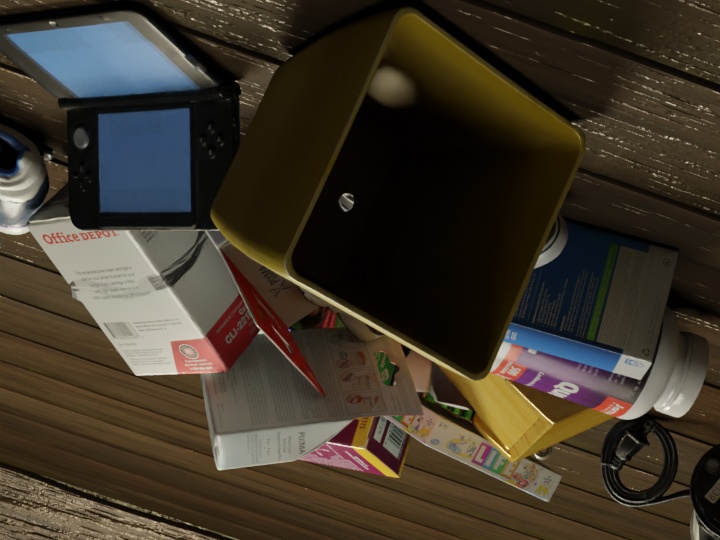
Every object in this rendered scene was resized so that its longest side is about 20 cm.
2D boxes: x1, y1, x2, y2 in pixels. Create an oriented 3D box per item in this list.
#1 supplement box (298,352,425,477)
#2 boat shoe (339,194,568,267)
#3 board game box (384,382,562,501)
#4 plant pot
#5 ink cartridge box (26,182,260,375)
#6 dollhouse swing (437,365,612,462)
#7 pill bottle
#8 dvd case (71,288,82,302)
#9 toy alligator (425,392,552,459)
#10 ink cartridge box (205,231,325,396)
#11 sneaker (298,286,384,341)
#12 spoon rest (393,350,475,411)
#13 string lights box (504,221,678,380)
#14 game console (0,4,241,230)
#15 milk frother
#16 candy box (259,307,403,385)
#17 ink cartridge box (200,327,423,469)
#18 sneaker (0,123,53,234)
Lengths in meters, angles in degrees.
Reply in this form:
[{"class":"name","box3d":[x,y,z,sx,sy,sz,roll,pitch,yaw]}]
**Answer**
[{"class":"supplement box","box3d":[-0.039,0.150,1.968,0.200,0.131,0.103,5,157,30]},{"class":"boat shoe","box3d":[0.069,-0.054,1.382,0.200,0.072,0.068,18,165,22]},{"class":"board game box","box3d":[0.110,0.183,1.862,0.200,0.034,0.134,28,-179,-37]},{"class":"plant pot","box3d":[0.007,-0.060,1.240,0.200,0.200,0.176,30,169,-36]},{"class":"ink cartridge box","box3d":[-0.203,0.000,1.629,0.144,0.084,0.200,-5,127,44]},{"class":"dollhouse swing","box3d":[0.177,0.081,1.722,0.181,0.176,0.200,-23,166,-12]},{"class":"pill bottle","box3d":[0.205,0.064,1.521,0.200,0.113,0.112,20,162,-7]},{"class":"dvd case","box3d":[-0.218,0.015,1.751,0.200,0.025,0.150,26,142,18]},{"class":"toy alligator","box3d":[0.138,0.176,1.993,0.200,0.059,0.054,19,162,-4]},{"class":"ink cartridge box","box3d":[-0.085,0.007,1.560,0.176,0.045,0.200,57,-179,28]},{"class":"sneaker","box3d":[0.000,0.000,1.621,0.085,0.077,0.200,-16,151,24]},{"class":"spoon rest","box3d":[0.098,0.117,1.886,0.099,0.061,0.200,10,174,24]},{"class":"string lights box","box3d":[0.155,0.012,1.429,0.200,0.103,0.059,16,162,5]},{"class":"game console","box3d":[-0.205,-0.117,1.372,0.200,0.171,0.118,1,-177,41]},{"class":"milk frother","box3d":[0.383,0.254,1.926,0.200,0.180,0.188,57,177,24]},{"class":"candy box","box3d":[-0.080,0.060,1.822,0.169,0.077,0.200,0,155,43]},{"class":"ink cartridge box","box3d":[-0.052,0.119,1.653,0.200,0.160,0.047,-4,122,-9]},{"class":"sneaker","box3d":[-0.391,-0.114,1.617,0.200,0.081,0.147,22,152,2]}]
